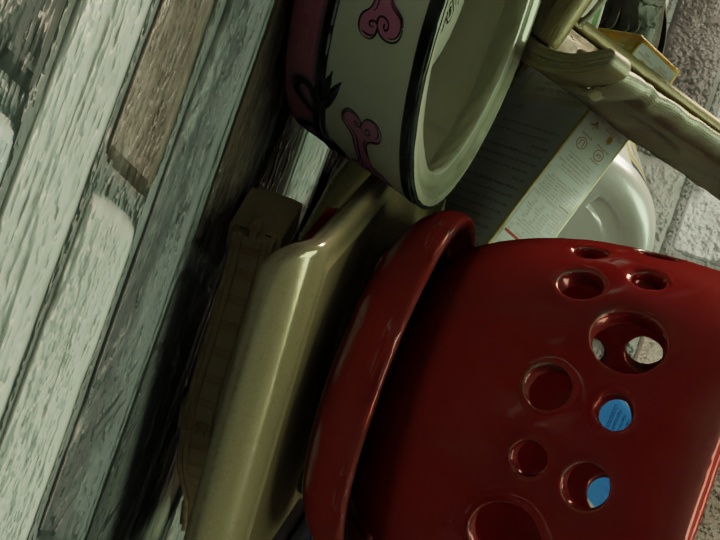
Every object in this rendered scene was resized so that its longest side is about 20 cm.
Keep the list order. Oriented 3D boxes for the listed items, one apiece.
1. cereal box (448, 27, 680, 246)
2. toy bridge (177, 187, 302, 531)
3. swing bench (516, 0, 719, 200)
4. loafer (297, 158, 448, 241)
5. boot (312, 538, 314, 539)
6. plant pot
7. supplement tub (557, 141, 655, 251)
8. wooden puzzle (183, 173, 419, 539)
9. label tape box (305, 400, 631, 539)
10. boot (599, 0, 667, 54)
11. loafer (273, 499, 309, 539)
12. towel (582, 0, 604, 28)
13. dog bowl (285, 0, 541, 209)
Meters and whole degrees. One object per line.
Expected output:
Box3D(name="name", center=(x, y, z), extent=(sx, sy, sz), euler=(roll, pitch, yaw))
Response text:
Box3D(name="cereal box", center=(0.082, -0.055, 1.377), extent=(0.200, 0.040, 0.144), euler=(-53, -156, -5))
Box3D(name="toy bridge", center=(-0.063, 0.054, 1.113), extent=(0.067, 0.027, 0.200), euler=(-63, 169, -50))
Box3D(name="swing bench", center=(0.187, -0.143, 1.258), extent=(0.130, 0.199, 0.200), euler=(10, -108, 53))
Box3D(name="loafer", center=(0.000, 0.000, 1.278), extent=(0.067, 0.076, 0.200), euler=(110, 2, -59))
Box3D(name="boot", center=(-0.028, 0.224, 1.413), extent=(0.200, 0.072, 0.155), euler=(-22, 145, -32))
Box3D(name="plant pot", center=(0.082, 0.074, 1.129), extent=(0.200, 0.182, 0.201), euler=(20, 90, -78))
Box3D(name="supplement tub", center=(0.112, -0.068, 1.581), extent=(0.200, 0.144, 0.145), euler=(-95, -163, -58))
Box3D(name="wooden puzzle", center=(-0.033, 0.050, 1.106), extent=(0.200, 0.037, 0.185), euler=(-39, 147, -69))
Box3D(name="label tape box", center=(0.051, 0.145, 1.315), extent=(0.200, 0.063, 0.144), euler=(-18, -149, 41))
Box3D(name="boot", center=(0.163, -0.207, 1.455), extent=(0.174, 0.069, 0.200), euler=(50, 51, -81))
Box3D(name="loafer", center=(-0.040, 0.100, 1.338), extent=(0.200, 0.063, 0.072), euler=(-58, -173, -20))
Box3D(name="towel", center=(0.086, -0.202, 1.267), extent=(0.200, 0.023, 0.153), euler=(26, 81, -52))
Box3D(name="dog bowl", center=(0.030, -0.134, 1.098), extent=(0.200, 0.074, 0.200), euler=(20, 90, -78))
